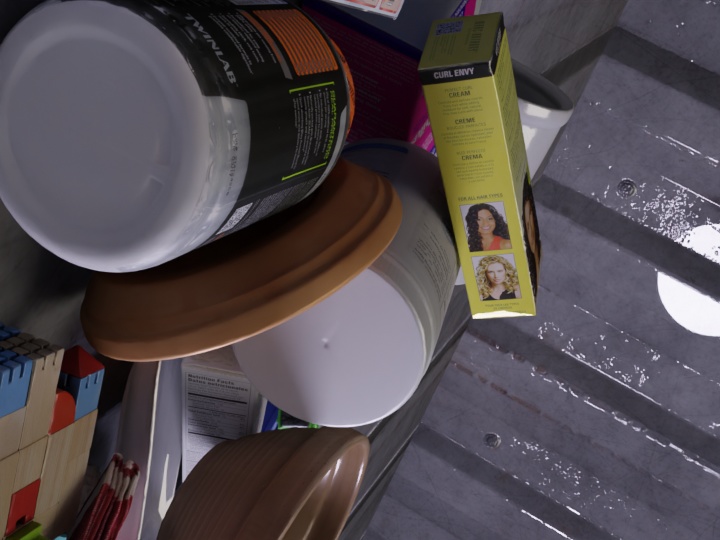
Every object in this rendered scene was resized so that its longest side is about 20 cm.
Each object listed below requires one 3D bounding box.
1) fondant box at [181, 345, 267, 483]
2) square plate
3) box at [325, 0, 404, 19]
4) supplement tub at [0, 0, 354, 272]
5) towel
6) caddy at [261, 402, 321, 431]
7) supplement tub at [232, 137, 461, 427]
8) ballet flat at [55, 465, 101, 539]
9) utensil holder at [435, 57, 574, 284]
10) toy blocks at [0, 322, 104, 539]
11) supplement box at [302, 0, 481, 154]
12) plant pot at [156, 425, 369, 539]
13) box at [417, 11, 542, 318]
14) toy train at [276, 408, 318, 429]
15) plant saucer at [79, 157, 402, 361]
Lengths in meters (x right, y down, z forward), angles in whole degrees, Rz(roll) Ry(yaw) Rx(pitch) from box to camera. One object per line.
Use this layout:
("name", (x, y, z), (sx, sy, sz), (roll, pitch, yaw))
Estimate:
("fondant box", (-0.098, 0.068, 0.878), (0.200, 0.058, 0.145), (104, -4, -54))
("square plate", (-0.147, 0.127, 0.788), (0.200, 0.028, 0.199), (-94, -166, -80))
("box", (-0.064, -0.145, 0.426), (0.040, 0.137, 0.200), (-67, 167, 15))
("supplement tub", (-0.080, -0.078, 0.557), (0.123, 0.122, 0.200), (-65, 168, 20))
("towel", (-0.182, 0.219, 0.647), (0.144, 0.023, 0.200), (-50, -161, 50))
("caddy", (-0.068, 0.106, 1.085), (0.200, 0.105, 0.141), (-60, 169, -7))
("supplement tub", (0.000, 0.000, 0.769), (0.200, 0.132, 0.132), (-62, 175, -60))
("ballet flat", (-0.202, 0.202, 0.854), (0.072, 0.072, 0.200), (-54, 167, -30))
("utensil holder", (0.088, -0.112, 1.102), (0.200, 0.170, 0.170), (-63, 169, 24))
("toy blocks", (-0.196, 0.090, 0.573), (0.200, 0.100, 0.137), (-27, 133, -69))
("supplement box", (0.017, -0.153, 0.856), (0.101, 0.103, 0.200), (-56, 169, -27))
("plant pot", (-0.081, 0.186, 0.798), (0.201, 0.093, 0.201), (-57, 165, -24))
("box", (0.086, -0.067, 0.761), (0.075, 0.050, 0.200), (-73, 153, -50))
("toy train", (-0.053, 0.051, 0.993), (0.056, 0.042, 0.201), (78, 13, -74))
("plant saucer", (-0.075, -0.018, 0.655), (0.200, 0.200, 0.038), (-48, 125, -47))
